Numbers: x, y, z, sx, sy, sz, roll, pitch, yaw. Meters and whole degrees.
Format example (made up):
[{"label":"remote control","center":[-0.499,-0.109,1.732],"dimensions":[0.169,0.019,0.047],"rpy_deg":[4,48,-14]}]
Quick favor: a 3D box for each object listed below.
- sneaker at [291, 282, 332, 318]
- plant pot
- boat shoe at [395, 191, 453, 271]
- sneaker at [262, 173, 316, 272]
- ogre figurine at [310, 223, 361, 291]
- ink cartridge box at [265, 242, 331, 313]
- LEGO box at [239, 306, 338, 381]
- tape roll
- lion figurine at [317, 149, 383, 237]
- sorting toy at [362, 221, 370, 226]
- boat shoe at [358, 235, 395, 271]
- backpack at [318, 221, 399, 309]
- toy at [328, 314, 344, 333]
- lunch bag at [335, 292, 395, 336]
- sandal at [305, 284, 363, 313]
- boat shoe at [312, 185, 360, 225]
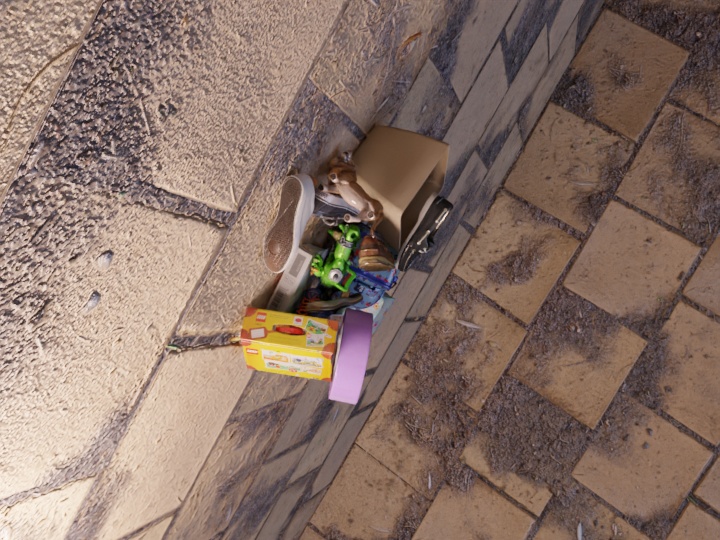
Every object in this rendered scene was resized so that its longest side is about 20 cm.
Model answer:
[{"label":"sneaker","center":[-0.116,0.081,1.604],"dimensions":[0.200,0.073,0.081],"rpy_deg":[-48,147,-67]},{"label":"plant pot","center":[0.070,-0.201,1.581],"dimensions":[0.202,0.175,0.201],"rpy_deg":[-55,166,-16]},{"label":"boat shoe","center":[0.144,-0.076,1.610],"dimensions":[0.075,0.060,0.203],"rpy_deg":[-31,149,-63]},{"label":"sneaker","center":[-0.126,-0.089,1.357],"dimensions":[0.084,0.072,0.204],"rpy_deg":[-27,144,-58]},{"label":"ogre figurine","center":[-0.046,-0.026,1.514],"dimensions":[0.199,0.097,0.123],"rpy_deg":[-1,-114,62]},{"label":"ink cartridge box","center":[-0.138,0.014,1.606],"dimensions":[0.165,0.049,0.200],"rpy_deg":[-63,177,11]},{"label":"LEGO box","center":[-0.148,0.159,1.500],"dimensions":[0.150,0.194,0.079],"rpy_deg":[97,2,-59]},{"label":"tape roll","center":[-0.022,0.190,1.574],"dimensions":[0.200,0.064,0.206],"rpy_deg":[-168,-91,-86]},{"label":"lion figurine","center":[-0.008,-0.150,1.415],"dimensions":[0.072,0.202,0.122],"rpy_deg":[-42,167,27]},{"label":"sorting toy","center":[-0.008,-0.053,1.824],"dimensions":[0.200,0.104,0.185],"rpy_deg":[-40,137,-51]},{"label":"boat shoe","center":[0.037,-0.036,1.543],"dimensions":[0.200,0.070,0.070],"rpy_deg":[27,59,-79]},{"label":"backpack","center":[0.000,0.000,1.706],"dimensions":[0.203,0.180,0.134],"rpy_deg":[-59,-154,3]},{"label":"toy","center":[-0.110,0.160,1.652],"dimensions":[0.196,0.047,0.119],"rpy_deg":[4,82,-37]},{"label":"lunch bag","center":[-0.004,0.119,2.077],"dimensions":[0.173,0.121,0.199],"rpy_deg":[-58,157,7]},{"label":"sandal","center":[-0.057,0.060,1.576],"dimensions":[0.079,0.056,0.198],"rpy_deg":[-16,175,30]},{"label":"boat shoe","center":[-0.056,-0.130,1.513],"dimensions":[0.069,0.071,0.199],"rpy_deg":[-62,162,9]}]
